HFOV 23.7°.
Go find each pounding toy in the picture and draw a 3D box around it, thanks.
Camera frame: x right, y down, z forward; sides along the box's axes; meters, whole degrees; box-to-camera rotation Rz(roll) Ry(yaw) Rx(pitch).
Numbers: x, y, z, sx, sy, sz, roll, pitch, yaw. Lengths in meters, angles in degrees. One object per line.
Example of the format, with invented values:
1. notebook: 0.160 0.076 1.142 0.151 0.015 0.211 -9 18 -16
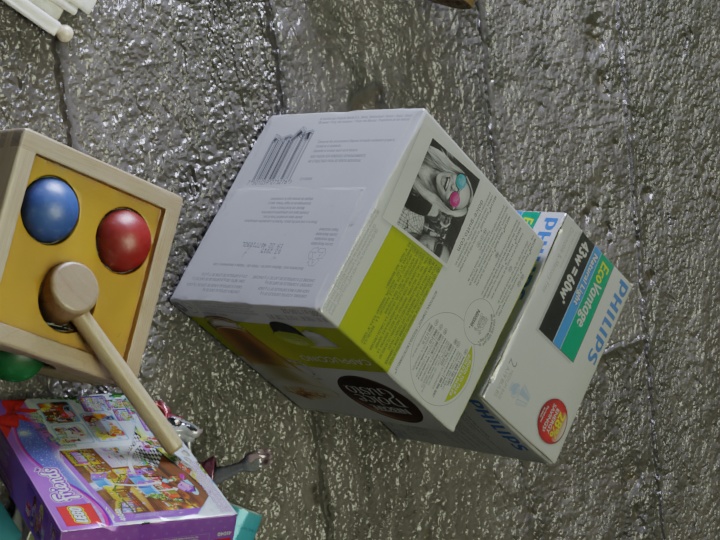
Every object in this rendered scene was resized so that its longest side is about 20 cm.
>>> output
1. pounding toy: -0.224 0.018 1.313 0.184 0.142 0.201 24 74 -41

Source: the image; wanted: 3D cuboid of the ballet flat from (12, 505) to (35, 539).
1. ballet flat: -0.252 0.237 1.361 0.069 0.069 0.201 18 81 -42

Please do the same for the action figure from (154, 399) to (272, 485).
1. action figure: -0.160 0.208 1.440 0.134 0.148 0.201 9 67 -55

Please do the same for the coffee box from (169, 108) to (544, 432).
1. coffee box: 0.000 0.000 1.488 0.198 0.199 0.201 43 64 -36

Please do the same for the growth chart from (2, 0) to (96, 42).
1. growth chart: -0.237 -0.287 1.370 0.145 0.018 0.201 44 64 -35

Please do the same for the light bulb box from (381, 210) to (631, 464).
1. light bulb box: 0.112 0.056 1.598 0.125 0.199 0.199 43 65 -37

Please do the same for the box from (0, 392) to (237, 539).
1. box: -0.195 0.155 1.299 0.136 0.200 0.039 -1 114 -28

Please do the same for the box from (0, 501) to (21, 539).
1. box: -0.333 0.130 1.265 0.049 0.082 0.201 -42 119 -31

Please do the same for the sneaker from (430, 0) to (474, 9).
1. sneaker: 0.043 -0.317 1.596 0.199 0.067 0.090 19 85 -39

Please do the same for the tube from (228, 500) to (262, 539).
1. tube: -0.143 0.296 1.485 0.077 0.050 0.201 25 82 -39
